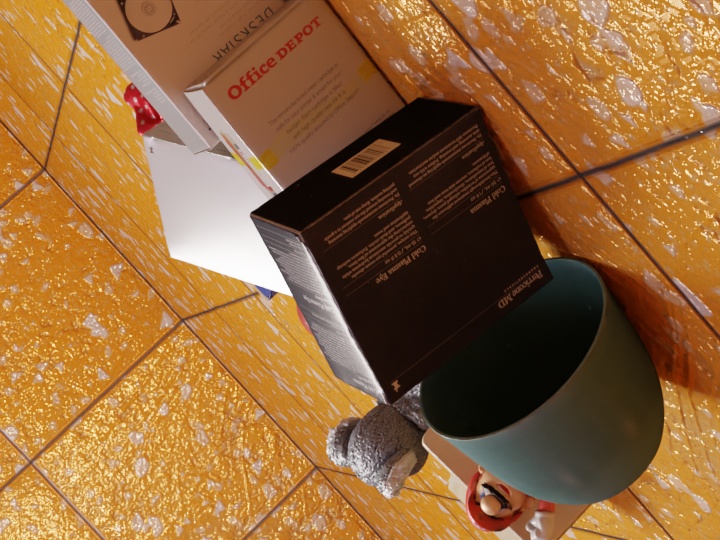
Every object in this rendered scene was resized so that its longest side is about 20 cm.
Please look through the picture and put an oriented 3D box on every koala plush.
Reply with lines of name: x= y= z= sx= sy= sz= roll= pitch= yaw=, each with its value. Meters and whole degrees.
koala plush: x=0.058 y=0.198 z=1.866 sx=0.177 sy=0.200 sz=0.184 roll=31 pitch=159 yaw=50

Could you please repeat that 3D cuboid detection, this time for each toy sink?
toy sink: x=0.184 y=0.244 z=1.769 sx=0.200 sy=0.130 sz=0.112 roll=42 pitch=166 yaw=14

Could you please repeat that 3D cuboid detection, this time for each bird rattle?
bird rattle: x=-0.239 y=-0.259 z=1.747 sx=0.164 sy=0.112 sz=0.200 roll=71 pitch=165 yaw=-9

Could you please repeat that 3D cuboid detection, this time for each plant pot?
plant pot: x=0.180 y=0.115 z=1.304 sx=0.161 sy=0.201 sz=0.200 roll=45 pitch=169 yaw=-28

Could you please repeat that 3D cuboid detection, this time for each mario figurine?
mario figurine: x=0.178 y=0.231 z=1.619 sx=0.200 sy=0.106 sz=0.124 roll=-57 pitch=40 yaw=35

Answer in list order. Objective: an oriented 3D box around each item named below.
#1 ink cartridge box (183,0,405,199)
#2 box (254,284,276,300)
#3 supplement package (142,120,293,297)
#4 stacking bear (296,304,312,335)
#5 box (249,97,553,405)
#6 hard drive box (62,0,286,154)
ink cartridge box: x=-0.045 y=-0.138 z=1.348 sx=0.200 sy=0.145 sz=0.083 roll=51 pitch=166 yaw=-17
box: x=-0.075 y=-0.031 z=1.788 sx=0.032 sy=0.121 sz=0.200 roll=46 pitch=166 yaw=3
supplement package: x=-0.109 y=-0.080 z=1.522 sx=0.199 sy=0.111 sz=0.156 roll=17 pitch=130 yaw=35
stacking bear: x=-0.015 y=0.015 z=1.783 sx=0.121 sy=0.114 sz=0.200 roll=45 pitch=162 yaw=5
box: x=0.038 y=-0.020 z=1.262 sx=0.104 sy=0.200 sz=0.183 roll=21 pitch=142 yaw=59
hard drive box: x=-0.161 y=-0.239 z=1.390 sx=0.200 sy=0.156 sz=0.077 roll=49 pitch=165 yaw=-14
